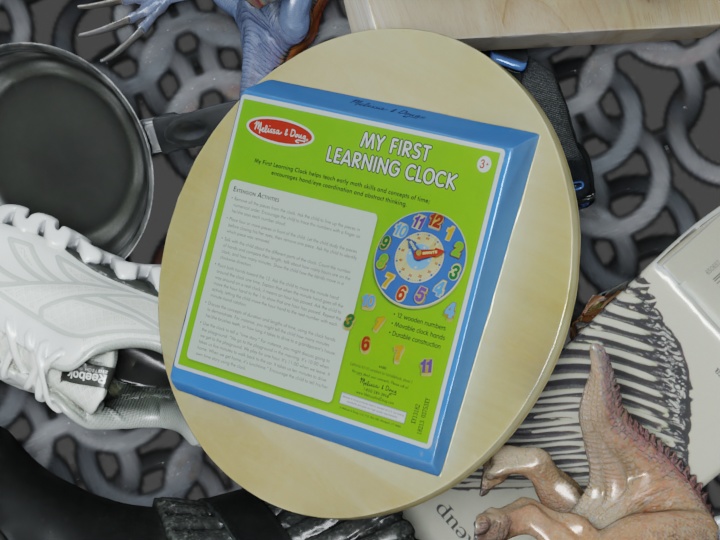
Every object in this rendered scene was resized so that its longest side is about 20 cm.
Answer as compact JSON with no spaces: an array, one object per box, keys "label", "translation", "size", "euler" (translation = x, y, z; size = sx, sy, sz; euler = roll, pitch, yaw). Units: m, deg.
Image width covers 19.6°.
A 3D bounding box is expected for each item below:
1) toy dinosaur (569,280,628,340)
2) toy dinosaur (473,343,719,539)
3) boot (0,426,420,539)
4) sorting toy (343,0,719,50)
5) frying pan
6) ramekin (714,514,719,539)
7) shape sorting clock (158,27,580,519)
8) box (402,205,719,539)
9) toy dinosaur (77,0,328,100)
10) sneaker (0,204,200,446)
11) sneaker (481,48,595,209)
[{"label":"toy dinosaur","translation":[0.198,0.023,0.909],"size":[0.200,0.102,0.136],"euler":[-27,36,3]},{"label":"toy dinosaur","translation":[0.106,0.131,0.785],"size":[0.135,0.086,0.200],"euler":[7,87,4]},{"label":"boot","translation":[-0.082,0.111,0.911],"size":[0.158,0.079,0.211],"euler":[-35,61,-17]},{"label":"sorting toy","translation":[0.076,-0.205,0.925],"size":[0.199,0.070,0.200],"euler":[-7,77,-32]},{"label":"frying pan","translation":[-0.116,-0.069,0.936],"size":[0.190,0.031,0.115],"euler":[-36,93,26]},{"label":"ramekin","translation":[0.168,0.203,0.873],"size":[0.200,0.105,0.200],"euler":[-1,79,3]},{"label":"shape sorting clock","translation":[0.000,0.000,0.839],"size":[0.200,0.039,0.200],"euler":[-6,79,35]},{"label":"box","translation":[0.103,0.067,0.857],"size":[0.082,0.200,0.068],"euler":[47,42,8]},{"label":"toy dinosaur","translation":[-0.028,-0.133,0.959],"size":[0.200,0.105,0.182],"euler":[-8,99,-11]},{"label":"sneaker","translation":[-0.135,0.026,0.923],"size":[0.200,0.075,0.081],"euler":[12,36,7]},{"label":"sneaker","translation":[0.049,-0.011,0.936],"size":[0.112,0.073,0.200],"euler":[4,85,-5]}]
